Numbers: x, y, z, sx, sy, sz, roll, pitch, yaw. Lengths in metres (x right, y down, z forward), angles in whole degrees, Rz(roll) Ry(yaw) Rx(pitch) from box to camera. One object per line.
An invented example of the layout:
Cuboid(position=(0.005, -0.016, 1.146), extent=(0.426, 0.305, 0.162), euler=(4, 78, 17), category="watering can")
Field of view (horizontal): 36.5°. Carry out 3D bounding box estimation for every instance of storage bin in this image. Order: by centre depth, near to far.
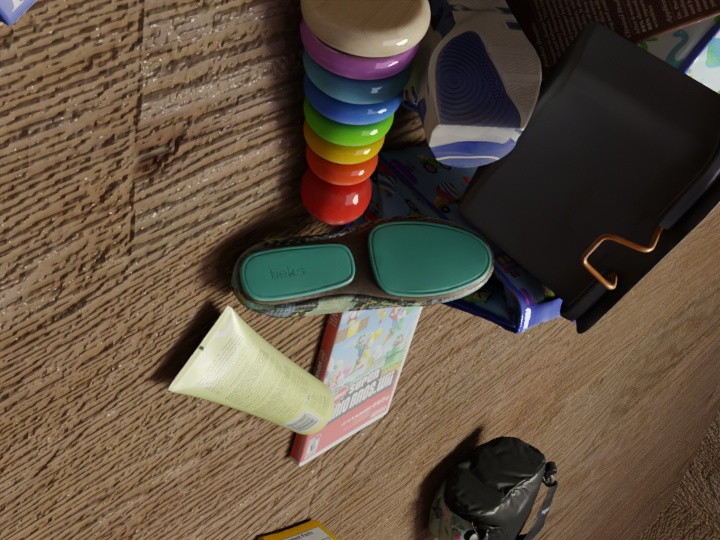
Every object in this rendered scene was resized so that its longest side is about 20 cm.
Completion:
Cuboid(position=(0.166, -0.068, 0.789), extent=(0.200, 0.134, 0.146), euler=(-55, -177, 44), category="storage bin")

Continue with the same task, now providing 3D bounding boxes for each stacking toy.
Cuboid(position=(-0.008, -0.112, 0.768), extent=(0.085, 0.085, 0.201), euler=(-37, 154, -32), category="stacking toy")

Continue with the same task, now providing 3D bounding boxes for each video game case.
Cuboid(position=(0.003, 0.087, 1.065), extent=(0.143, 0.017, 0.201), euler=(-24, 139, -46), category="video game case")

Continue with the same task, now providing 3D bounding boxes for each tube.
Cuboid(position=(-0.083, 0.089, 0.898), extent=(0.200, 0.052, 0.059), euler=(40, 44, -60), category="tube")

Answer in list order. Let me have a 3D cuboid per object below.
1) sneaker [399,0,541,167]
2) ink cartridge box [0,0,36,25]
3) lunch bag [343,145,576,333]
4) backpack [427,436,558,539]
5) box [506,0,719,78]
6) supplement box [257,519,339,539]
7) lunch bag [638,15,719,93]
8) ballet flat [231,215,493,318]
Cuboid(position=(0.069, -0.137, 0.779), extent=(0.080, 0.201, 0.116), euler=(5, 142, -10), category="sneaker")
Cuboid(position=(-0.121, -0.215, 0.486), extent=(0.200, 0.044, 0.094), euler=(-50, 151, -12), category="ink cartridge box")
Cuboid(position=(0.109, -0.021, 0.914), extent=(0.150, 0.199, 0.095), euler=(-14, 132, -52), category="lunch bag")
Cuboid(position=(0.171, 0.328, 1.500), extent=(0.166, 0.127, 0.201), euler=(-26, 144, -26), category="backpack")
Cuboid(position=(0.183, -0.213, 0.810), extent=(0.075, 0.199, 0.101), euler=(-29, 102, -44), category="box")
Cuboid(position=(-0.028, 0.368, 1.126), extent=(0.109, 0.199, 0.110), euler=(3, 118, -59), category="supplement box")
Cuboid(position=(0.232, -0.194, 0.959), extent=(0.200, 0.170, 0.128), euler=(-44, 146, -22), category="lunch bag")
Cuboid(position=(0.000, 0.000, 0.831), extent=(0.198, 0.075, 0.075), euler=(-2, 134, -10), category="ballet flat")
